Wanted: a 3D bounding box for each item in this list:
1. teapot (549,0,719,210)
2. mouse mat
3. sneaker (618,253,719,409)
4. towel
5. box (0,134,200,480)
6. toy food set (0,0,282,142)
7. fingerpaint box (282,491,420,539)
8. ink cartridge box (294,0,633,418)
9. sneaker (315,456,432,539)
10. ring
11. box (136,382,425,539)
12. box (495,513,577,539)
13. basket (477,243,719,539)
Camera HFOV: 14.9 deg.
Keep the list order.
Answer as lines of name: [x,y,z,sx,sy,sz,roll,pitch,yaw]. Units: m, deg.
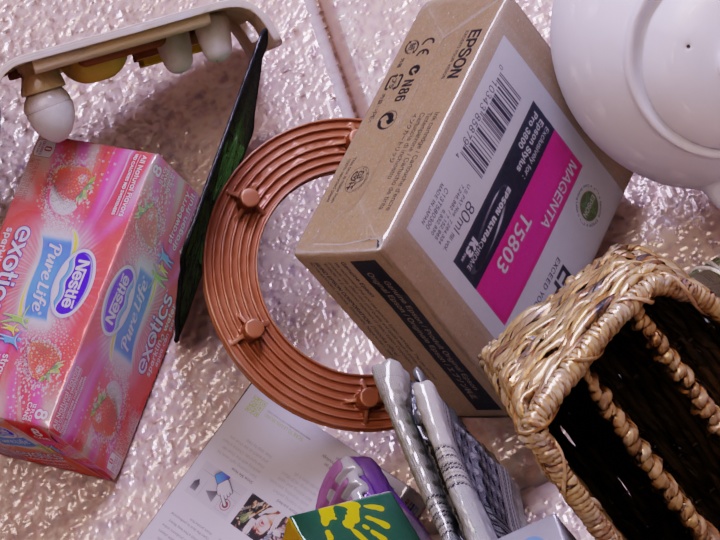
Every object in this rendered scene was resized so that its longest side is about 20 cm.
teapot: [0.205,-0.136,1.592,0.198,0.199,0.146,-58,10,10]
mouse mat: [-0.090,-0.051,1.756,0.007,0.200,0.162,19,72,0]
sneaker: [0.219,0.024,1.617,0.200,0.090,0.067,-48,54,-3]
towel: [0.081,0.156,1.555,0.034,0.193,0.201,-30,57,9]
box: [-0.186,0.024,1.813,0.102,0.095,0.201,11,70,29]
toy food set: [-0.157,-0.128,1.823,0.199,0.143,0.061,-16,94,-9]
fingerpaint box: [0.005,0.254,1.542,0.073,0.201,0.167,-11,49,-28]
ink cartridge box: [0.067,-0.038,1.650,0.075,0.165,0.201,-2,51,43]
sneaker: [0.042,0.194,1.621,0.088,0.081,0.201,-13,58,-28]
ring: [0.000,0.000,1.705,0.199,0.019,0.202,5,73,-15]
box: [-0.071,0.186,1.711,0.144,0.036,0.200,32,80,35]
box: [0.142,0.238,1.477,0.041,0.200,0.157,-25,57,9]
basket: [0.180,0.097,1.510,0.142,0.200,0.149,-36,15,2]
